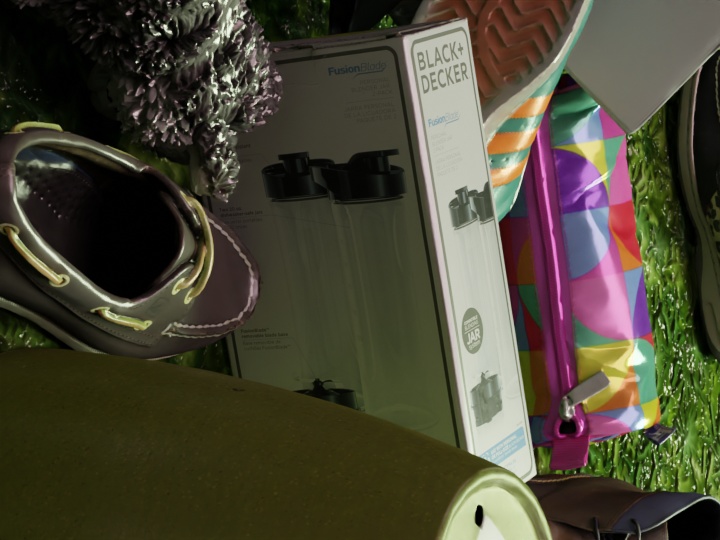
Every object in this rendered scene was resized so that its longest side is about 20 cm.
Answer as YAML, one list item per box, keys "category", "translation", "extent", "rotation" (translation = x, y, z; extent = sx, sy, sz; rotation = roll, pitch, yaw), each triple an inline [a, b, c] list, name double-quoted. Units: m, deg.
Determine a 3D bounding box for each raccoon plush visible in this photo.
- category: "raccoon plush"
  translation: [-0.051, -0.101, 0.772]
  extent: [0.134, 0.200, 0.097]
  rotation: [47, 63, -18]

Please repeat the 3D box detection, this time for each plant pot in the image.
- category: "plant pot"
  translation: [-0.037, 0.116, 0.751]
  extent: [0.187, 0.199, 0.189]
  rotation: [12, 76, -57]

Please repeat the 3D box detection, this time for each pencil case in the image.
- category: "pencil case"
  translation: [0.109, -0.003, 1.113]
  extent: [0.088, 0.088, 0.202]
  rotation: [-11, 93, -58]

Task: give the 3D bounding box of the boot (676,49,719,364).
- category: "boot"
  translation: [0.283, -0.044, 1.332]
  extent: [0.073, 0.153, 0.205]
  rotation: [-18, 102, -57]

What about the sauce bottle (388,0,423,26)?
- category: "sauce bottle"
  translation: [-0.004, -0.168, 0.970]
  extent: [0.200, 0.064, 0.065]
  rotation: [48, 48, -47]

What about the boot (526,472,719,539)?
- category: "boot"
  translation: [0.109, 0.138, 1.083]
  extent: [0.200, 0.096, 0.075]
  rotation: [-15, 99, -58]

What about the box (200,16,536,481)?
- category: "box"
  translation: [0.000, 0.000, 0.905]
  extent: [0.060, 0.116, 0.202]
  rotation: [-24, 106, -56]

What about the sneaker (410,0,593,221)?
- category: "sneaker"
  translation: [0.051, -0.074, 1.002]
  extent: [0.201, 0.071, 0.080]
  rotation: [-59, 163, 2]

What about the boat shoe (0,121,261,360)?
- category: "boat shoe"
  translation: [-0.093, -0.007, 0.807]
  extent: [0.201, 0.060, 0.072]
  rotation: [20, 69, -56]

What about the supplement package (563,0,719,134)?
- category: "supplement package"
  translation: [0.151, -0.167, 1.090]
  extent: [0.117, 0.117, 0.200]
  rotation: [45, 21, 0]

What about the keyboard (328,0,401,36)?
- category: "keyboard"
  translation: [0.051, -0.186, 0.930]
  extent: [0.200, 0.040, 0.104]
  rotation: [-45, 172, -18]
